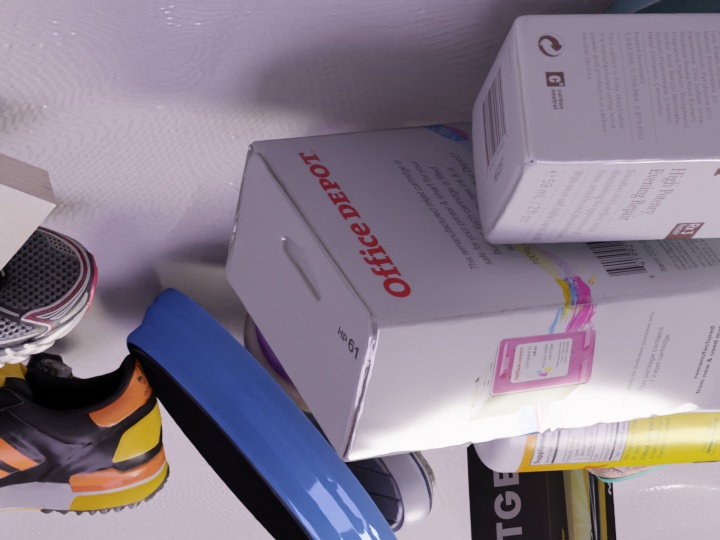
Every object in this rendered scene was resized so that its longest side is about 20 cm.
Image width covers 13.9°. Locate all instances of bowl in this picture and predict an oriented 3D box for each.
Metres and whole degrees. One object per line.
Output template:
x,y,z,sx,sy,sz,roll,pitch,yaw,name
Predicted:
-0.055,0.098,1.618,0.039,0.201,0.201,-41,162,-10,bowl

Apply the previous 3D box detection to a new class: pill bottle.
0.127,0.058,1.665,0.200,0.109,0.109,-2,160,-9,pill bottle

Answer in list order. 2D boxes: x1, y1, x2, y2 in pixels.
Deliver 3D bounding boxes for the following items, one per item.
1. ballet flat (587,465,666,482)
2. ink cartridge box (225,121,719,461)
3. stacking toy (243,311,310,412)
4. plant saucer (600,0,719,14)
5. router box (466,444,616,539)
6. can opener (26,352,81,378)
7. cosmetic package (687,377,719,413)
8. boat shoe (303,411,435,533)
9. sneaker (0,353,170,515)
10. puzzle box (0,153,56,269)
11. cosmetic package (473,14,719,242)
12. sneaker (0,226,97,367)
0.223,0.068,1.773,0.200,0.068,0.067,-21,121,-8,ballet flat
0.055,0.003,1.377,0.200,0.145,0.085,-5,129,-27,ink cartridge box
0.000,0.000,1.527,0.085,0.085,0.200,0,155,-16,stacking toy
0.191,-0.107,1.352,0.200,0.027,0.200,-4,160,-2,plant saucer
0.113,0.154,1.793,0.052,0.200,0.157,-9,161,18,router box
-0.229,0.072,1.657,0.200,0.067,0.053,9,-164,-35,can opener
0.248,0.021,1.589,0.200,0.102,0.074,2,-169,-15,cosmetic package
-0.002,0.097,1.728,0.062,0.072,0.200,-16,-158,-23,boat shoe
-0.207,0.088,1.617,0.200,0.070,0.090,-6,117,-3,sneaker
-0.257,-0.026,1.352,0.200,0.025,0.133,21,125,-37,puzzle box
0.157,-0.062,1.301,0.200,0.074,0.102,-1,160,-9,cosmetic package
-0.227,0.001,1.459,0.200,0.081,0.075,2,157,-19,sneaker
